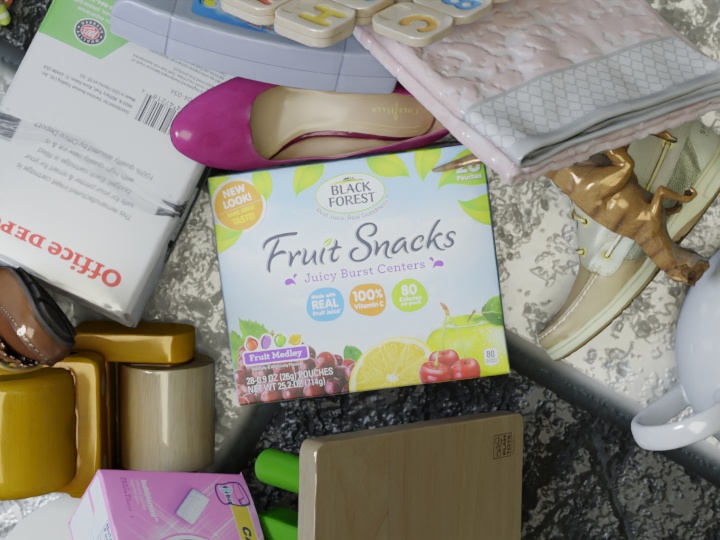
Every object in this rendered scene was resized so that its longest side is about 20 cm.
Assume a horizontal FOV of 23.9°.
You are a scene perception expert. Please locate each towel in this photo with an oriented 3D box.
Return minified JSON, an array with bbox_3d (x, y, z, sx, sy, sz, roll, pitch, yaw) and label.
[{"bbox_3d":[0.120,-0.148,1.130,0.199,0.032,0.191,-21,52,-28],"label":"towel"}]

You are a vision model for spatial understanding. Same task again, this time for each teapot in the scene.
[{"bbox_3d":[0.312,0.059,1.178,0.197,0.146,0.201,21,98,1],"label":"teapot"}]

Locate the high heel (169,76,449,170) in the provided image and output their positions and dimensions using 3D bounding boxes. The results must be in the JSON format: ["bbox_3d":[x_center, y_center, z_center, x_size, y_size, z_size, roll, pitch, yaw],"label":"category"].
[{"bbox_3d":[-0.027,-0.105,1.158,0.199,0.096,0.068,-15,105,-32],"label":"high heel"}]

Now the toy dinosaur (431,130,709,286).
[{"bbox_3d":[0.160,-0.062,1.150,0.199,0.060,0.107,32,93,1],"label":"toy dinosaur"}]

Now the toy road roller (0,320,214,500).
[{"bbox_3d":[-0.208,0.108,1.209,0.199,0.146,0.124,1,99,3],"label":"toy road roller"}]

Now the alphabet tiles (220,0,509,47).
[{"bbox_3d":[0.005,-0.205,1.147,0.195,0.200,0.015,27,134,34],"label":"alphabet tiles"}]

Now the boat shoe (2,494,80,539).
[{"bbox_3d":[-0.249,0.250,1.265,0.072,0.069,0.200,32,71,17],"label":"boat shoe"}]

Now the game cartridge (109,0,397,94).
[{"bbox_3d":[-0.067,-0.180,1.175,0.199,0.134,0.041,11,133,-5],"label":"game cartridge"}]

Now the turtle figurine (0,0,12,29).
[{"bbox_3d":[-0.267,-0.269,1.216,0.160,0.064,0.201,-14,95,5],"label":"turtle figurine"}]

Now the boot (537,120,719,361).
[{"bbox_3d":[0.153,-0.052,1.213,0.154,0.072,0.200,38,92,-2],"label":"boot"}]

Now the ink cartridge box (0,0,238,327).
[{"bbox_3d":[-0.183,-0.081,1.197,0.145,0.084,0.201,25,80,0],"label":"ink cartridge box"}]

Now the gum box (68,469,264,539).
[{"bbox_3d":[-0.119,0.225,1.148,0.113,0.201,0.066,6,135,-32],"label":"gum box"}]

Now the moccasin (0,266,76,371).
[{"bbox_3d":[-0.252,0.035,1.136,0.078,0.201,0.074,-45,122,-20],"label":"moccasin"}]

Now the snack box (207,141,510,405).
[{"bbox_3d":[0.000,0.000,1.228,0.199,0.068,0.170,-6,96,3],"label":"snack box"}]

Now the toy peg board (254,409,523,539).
[{"bbox_3d":[0.012,0.203,1.219,0.199,0.098,0.201,-4,98,-41],"label":"toy peg board"}]
